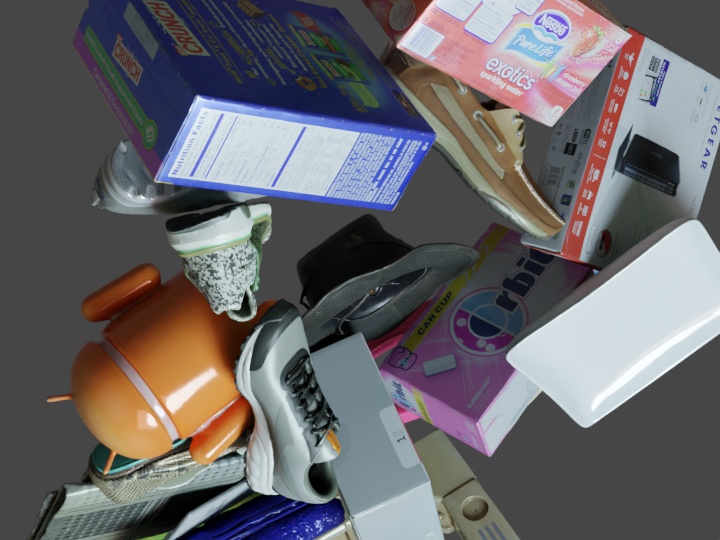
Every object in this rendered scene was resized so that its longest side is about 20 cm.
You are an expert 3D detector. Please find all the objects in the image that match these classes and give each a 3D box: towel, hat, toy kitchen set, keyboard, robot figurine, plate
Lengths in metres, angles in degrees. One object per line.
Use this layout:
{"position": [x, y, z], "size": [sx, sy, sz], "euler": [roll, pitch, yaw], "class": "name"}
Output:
{"position": [-0.128, 0.258, 1.442], "size": [0.200, 0.050, 0.148], "euler": [-20, -173, -27], "class": "towel"}
{"position": [-0.213, 0.216, 1.398], "size": [0.199, 0.035, 0.193], "euler": [-8, 156, -29], "class": "towel"}
{"position": [0.000, 0.000, 1.280], "size": [0.200, 0.081, 0.201], "euler": [-28, 164, -9], "class": "hat"}
{"position": [0.041, 0.271, 1.541], "size": [0.200, 0.181, 0.163], "euler": [-30, 142, -10], "class": "toy kitchen set"}
{"position": [-0.115, 0.215, 1.440], "size": [0.056, 0.011, 0.200], "euler": [-45, 168, 37], "class": "keyboard"}
{"position": [-0.158, 0.075, 1.222], "size": [0.200, 0.117, 0.144], "euler": [-38, 128, -15], "class": "robot figurine"}
{"position": [0.239, 0.044, 1.309], "size": [0.199, 0.032, 0.200], "euler": [-37, 143, 11], "class": "plate"}

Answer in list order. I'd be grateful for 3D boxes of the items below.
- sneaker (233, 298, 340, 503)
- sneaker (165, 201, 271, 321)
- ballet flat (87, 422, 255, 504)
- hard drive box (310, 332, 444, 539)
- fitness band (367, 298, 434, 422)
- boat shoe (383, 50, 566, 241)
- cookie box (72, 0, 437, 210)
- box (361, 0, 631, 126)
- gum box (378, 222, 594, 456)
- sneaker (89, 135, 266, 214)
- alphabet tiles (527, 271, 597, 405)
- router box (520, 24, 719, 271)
{"position": [-0.051, 0.108, 1.191], "size": [0.074, 0.079, 0.201], "euler": [-47, 144, -42], "class": "sneaker"}
{"position": [-0.105, -0.004, 1.144], "size": [0.077, 0.089, 0.200], "euler": [-11, -178, 6], "class": "sneaker"}
{"position": [-0.139, 0.146, 1.287], "size": [0.200, 0.068, 0.075], "euler": [-26, 137, -4], "class": "ballet flat"}
{"position": [0.007, 0.173, 1.343], "size": [0.077, 0.156, 0.200], "euler": [-24, 154, -4], "class": "hard drive box"}
{"position": [0.061, 0.090, 1.472], "size": [0.199, 0.037, 0.144], "euler": [-19, 141, -18], "class": "fitness band"}
{"position": [0.099, -0.108, 1.187], "size": [0.074, 0.076, 0.200], "euler": [-46, 107, 4], "class": "boat shoe"}
{"position": [-0.075, -0.127, 1.023], "size": [0.200, 0.171, 0.075], "euler": [5, 126, -38], "class": "cookie box"}
{"position": [0.100, -0.202, 1.122], "size": [0.200, 0.095, 0.103], "euler": [18, 121, -46], "class": "box"}
{"position": [0.124, 0.056, 1.356], "size": [0.200, 0.113, 0.066], "euler": [-51, 147, -19], "class": "gum box"}
{"position": [-0.119, -0.084, 1.143], "size": [0.200, 0.075, 0.082], "euler": [-7, 171, -35], "class": "sneaker"}
{"position": [0.211, 0.059, 1.534], "size": [0.196, 0.015, 0.200], "euler": [-47, 148, 5], "class": "alphabet tiles"}
{"position": [0.239, -0.096, 1.299], "size": [0.179, 0.049, 0.201], "euler": [15, 91, -44], "class": "router box"}
